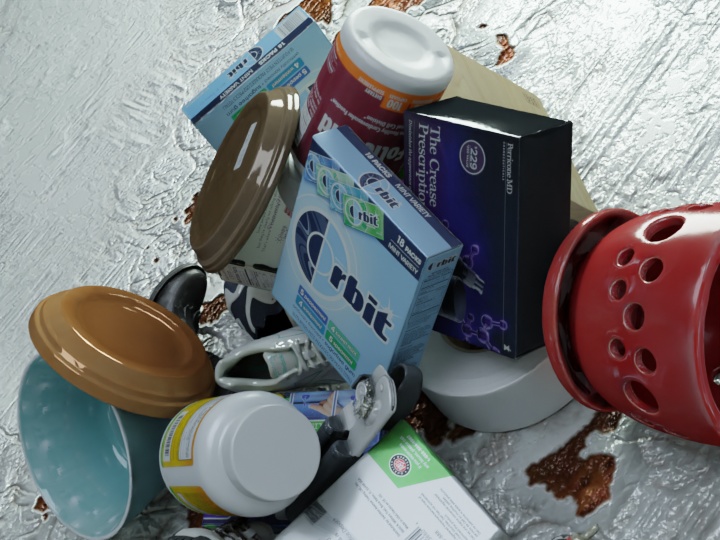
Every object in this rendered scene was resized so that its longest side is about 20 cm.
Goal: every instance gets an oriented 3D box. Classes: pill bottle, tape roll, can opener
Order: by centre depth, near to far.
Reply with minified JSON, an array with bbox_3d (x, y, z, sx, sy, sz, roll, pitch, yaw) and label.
[{"bbox_3d":[-0.107,0.167,1.434,0.111,0.111,0.200,-58,14,-18],"label":"pill bottle"},{"bbox_3d":[-0.010,0.161,1.435,0.200,0.066,0.053,-52,39,35],"label":"can opener"},{"bbox_3d":[-0.001,-0.139,1.504,0.115,0.113,0.201,-102,31,-44],"label":"pill bottle"},{"bbox_3d":[0.134,0.051,1.513,0.201,0.071,0.204,-19,48,22],"label":"tape roll"}]

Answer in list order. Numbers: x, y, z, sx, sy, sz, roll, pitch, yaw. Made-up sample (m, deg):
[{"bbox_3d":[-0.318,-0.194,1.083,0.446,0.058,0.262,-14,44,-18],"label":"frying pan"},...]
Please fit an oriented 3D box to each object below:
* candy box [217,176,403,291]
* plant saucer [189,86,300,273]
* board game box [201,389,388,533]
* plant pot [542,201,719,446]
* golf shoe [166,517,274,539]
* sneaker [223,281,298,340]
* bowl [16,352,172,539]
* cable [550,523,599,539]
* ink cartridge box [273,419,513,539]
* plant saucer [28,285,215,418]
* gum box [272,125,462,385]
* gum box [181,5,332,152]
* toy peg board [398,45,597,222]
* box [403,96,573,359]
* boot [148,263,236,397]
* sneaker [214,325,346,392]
[{"bbox_3d":[-0.037,-0.040,1.615,0.198,0.061,0.137,13,67,11],"label":"candy box"},{"bbox_3d":[-0.118,-0.094,1.554,0.200,0.029,0.201,-53,22,32],"label":"plant saucer"},{"bbox_3d":[-0.059,0.187,1.542,0.199,0.034,0.136,-4,68,33],"label":"board game box"},{"bbox_3d":[0.266,0.043,1.338,0.182,0.200,0.201,2,57,45],"label":"plant pot"},{"bbox_3d":[-0.124,0.256,1.453,0.094,0.200,0.078,-40,79,-15],"label":"golf shoe"},{"bbox_3d":[-0.051,0.013,1.671,0.198,0.080,0.130,-32,45,8],"label":"sneaker"},{"bbox_3d":[-0.257,0.167,1.636,0.200,0.203,0.105,16,22,42],"label":"bowl"},{"bbox_3d":[0.135,0.287,1.332,0.199,0.050,0.097,-34,42,6],"label":"cable"},{"bbox_3d":[0.019,0.257,1.393,0.200,0.084,0.146,-42,59,-1],"label":"ink cartridge box"},{"bbox_3d":[-0.233,0.073,1.588,0.038,0.199,0.200,-62,39,20],"label":"plant saucer"},{"bbox_3d":[0.000,0.000,1.443,0.044,0.201,0.170,-19,54,-35],"label":"gum box"},{"bbox_3d":[-0.074,-0.162,1.739,0.170,0.200,0.045,-41,43,0],"label":"gum box"},{"bbox_3d":[0.111,-0.122,1.602,0.098,0.198,0.201,-47,38,26],"label":"toy peg board"},{"bbox_3d":[0.111,-0.041,1.407,0.141,0.202,0.079,16,26,41],"label":"box"},{"bbox_3d":[-0.168,0.098,1.699,0.173,0.069,0.201,13,75,41],"label":"boot"},{"bbox_3d":[-0.052,0.087,1.567,0.199,0.080,0.071,-18,87,16],"label":"sneaker"}]
